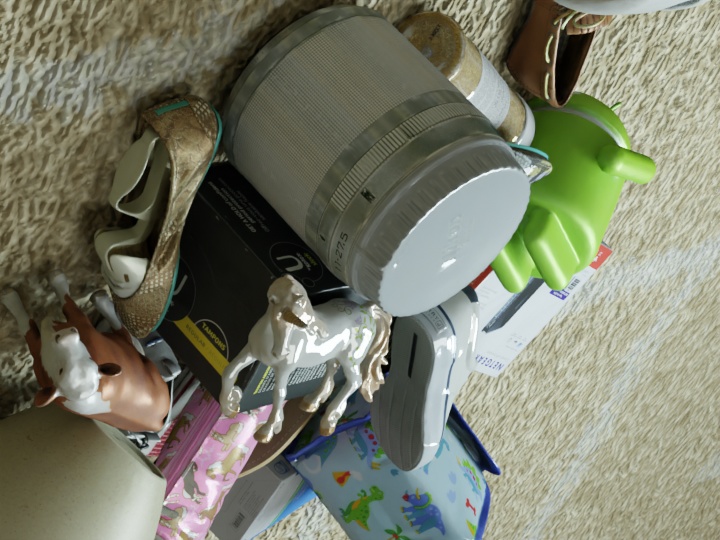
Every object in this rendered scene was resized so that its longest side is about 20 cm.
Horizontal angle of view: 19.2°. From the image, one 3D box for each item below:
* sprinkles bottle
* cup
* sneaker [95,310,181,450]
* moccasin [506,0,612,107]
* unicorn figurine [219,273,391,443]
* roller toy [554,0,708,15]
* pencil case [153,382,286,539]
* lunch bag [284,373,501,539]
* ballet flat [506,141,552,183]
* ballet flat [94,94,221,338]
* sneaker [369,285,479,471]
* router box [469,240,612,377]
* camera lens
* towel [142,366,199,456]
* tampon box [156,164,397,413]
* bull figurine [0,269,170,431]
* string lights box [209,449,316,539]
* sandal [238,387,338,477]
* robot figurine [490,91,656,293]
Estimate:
[{"bbox_3d":[0.085,-0.145,1.736,0.068,0.068,0.200,-45,155,4],"label":"sprinkles bottle"},{"bbox_3d":[-0.235,0.182,1.641,0.143,0.200,0.200,-48,155,-3],"label":"cup"},{"bbox_3d":[-0.196,0.122,1.724,0.075,0.082,0.200,-24,148,-35],"label":"sneaker"},{"bbox_3d":[0.180,-0.219,1.750,0.074,0.078,0.202,-19,146,-40],"label":"moccasin"},{"bbox_3d":[-0.043,0.058,1.532,0.200,0.074,0.138,-24,140,-59],"label":"unicorn figurine"},{"bbox_3d":[0.206,-0.284,1.571,0.140,0.200,0.182,-11,151,-50],"label":"roller toy"},{"bbox_3d":[-0.126,0.142,1.769,0.083,0.086,0.200,38,80,-26],"label":"pencil case"},{"bbox_3d":[0.038,0.158,1.927,0.127,0.170,0.200,-28,-163,20],"label":"lunch bag"},{"bbox_3d":[0.067,-0.079,1.723,0.200,0.072,0.072,13,124,-29],"label":"ballet flat"},{"bbox_3d":[-0.161,-0.039,1.550,0.065,0.070,0.200,-4,122,-40],"label":"ballet flat"},{"bbox_3d":[0.060,0.089,1.711,0.071,0.073,0.200,-28,153,-29],"label":"sneaker"},{"bbox_3d":[0.141,0.013,2.081,0.180,0.049,0.200,-48,154,10],"label":"router box"},{"bbox_3d":[0.007,-0.085,1.564,0.160,0.200,0.160,-34,153,-20],"label":"camera lens"},{"bbox_3d":[-0.111,0.109,1.900,0.144,0.023,0.200,-53,152,20],"label":"towel"},{"bbox_3d":[-0.055,0.005,1.670,0.200,0.150,0.126,-11,139,-48],"label":"tampon box"},{"bbox_3d":[-0.204,0.065,1.571,0.065,0.122,0.200,-32,156,4],"label":"bull figurine"},{"bbox_3d":[-0.060,0.177,1.981,0.200,0.059,0.103,-27,156,-54],"label":"string lights box"},{"bbox_3d":[-0.071,0.124,1.869,0.212,0.078,0.070,-42,159,-14],"label":"sandal"},{"bbox_3d":[0.169,-0.075,1.862,0.116,0.175,0.200,57,44,-35],"label":"robot figurine"}]
